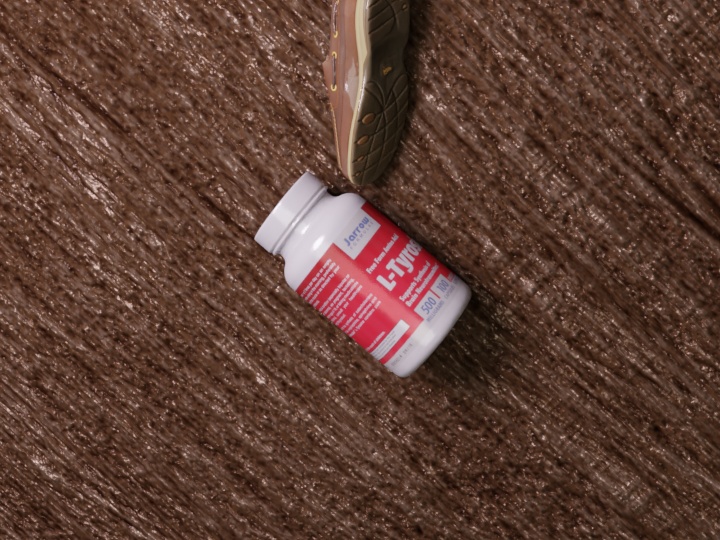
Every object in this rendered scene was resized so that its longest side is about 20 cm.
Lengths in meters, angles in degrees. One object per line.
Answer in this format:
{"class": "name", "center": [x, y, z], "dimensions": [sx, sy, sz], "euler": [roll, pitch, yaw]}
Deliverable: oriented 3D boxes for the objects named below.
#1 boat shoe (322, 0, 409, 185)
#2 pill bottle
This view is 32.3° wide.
{"class": "boat shoe", "center": [0.001, -0.182, 1.177], "dimensions": [0.067, 0.072, 0.202], "euler": [26, 123, 39]}
{"class": "pill bottle", "center": [0.000, 0.000, 1.199], "dimensions": [0.199, 0.112, 0.113], "euler": [39, 110, -1]}
